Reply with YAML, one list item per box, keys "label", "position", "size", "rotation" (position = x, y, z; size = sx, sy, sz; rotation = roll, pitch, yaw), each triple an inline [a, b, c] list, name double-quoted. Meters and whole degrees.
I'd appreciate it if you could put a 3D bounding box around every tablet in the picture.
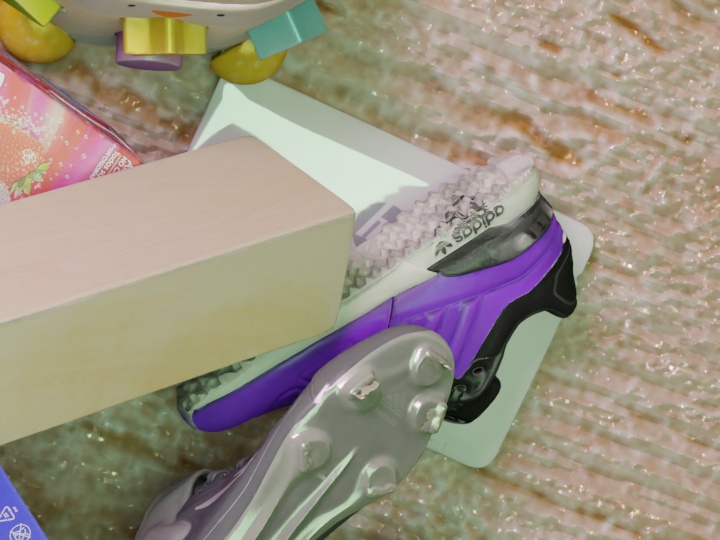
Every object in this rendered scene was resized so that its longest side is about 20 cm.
- label: "tablet"
  position: [0.000, 0.000, 1.335]
  size: [0.200, 0.014, 0.130]
  rotation: [24, 94, -14]

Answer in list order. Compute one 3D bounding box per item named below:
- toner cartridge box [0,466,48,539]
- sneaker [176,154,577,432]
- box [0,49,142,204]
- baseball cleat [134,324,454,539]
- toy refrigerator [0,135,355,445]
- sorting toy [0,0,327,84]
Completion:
- label: "toner cartridge box"
  position: [-0.141, 0.147, 1.211]
  size: [0.043, 0.095, 0.200]
  rotation: [-35, 119, -11]
- label: "sneaker"
  position: [0.015, 0.038, 1.302]
  size: [0.200, 0.070, 0.100]
  rotation: [-30, 110, -2]
- label: "box"
  position: [-0.193, 0.000, 1.255]
  size: [0.095, 0.100, 0.200]
  rotation: [35, 91, -13]
- label: "baseball cleat"
  position: [-0.043, 0.094, 1.258]
  size: [0.200, 0.106, 0.070]
  rotation: [-50, 123, -1]
- label: "toy refrigerator"
  position: [-0.104, 0.009, 1.188]
  size: [0.200, 0.076, 0.070]
  rotation: [-18, 131, -40]
- label: "sorting toy"
  position: [-0.083, -0.135, 1.210]
  size: [0.199, 0.180, 0.107]
  rotation: [5, 95, -11]
